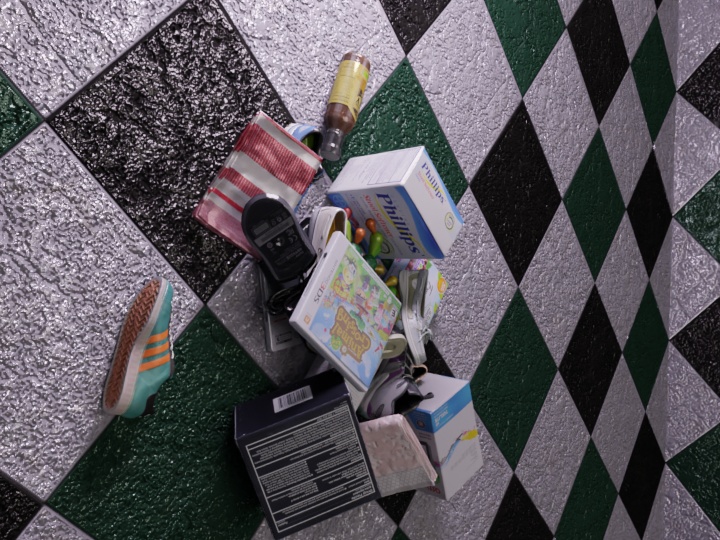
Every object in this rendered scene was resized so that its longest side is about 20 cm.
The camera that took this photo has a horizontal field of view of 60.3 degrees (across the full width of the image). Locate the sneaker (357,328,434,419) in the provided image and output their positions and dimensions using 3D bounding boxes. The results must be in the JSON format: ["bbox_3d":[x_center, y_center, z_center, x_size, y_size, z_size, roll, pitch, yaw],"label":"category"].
[{"bbox_3d":[0.091,0.210,1.198,0.078,0.138,0.203,49,62,-39],"label":"sneaker"}]

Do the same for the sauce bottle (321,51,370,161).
[{"bbox_3d":[-0.033,-0.308,1.174,0.064,0.064,0.205,26,75,-42],"label":"sauce bottle"}]

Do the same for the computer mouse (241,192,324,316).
[{"bbox_3d":[-0.132,-0.038,1.016,0.136,0.053,0.203,-27,117,-6],"label":"computer mouse"}]

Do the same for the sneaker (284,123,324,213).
[{"bbox_3d":[-0.115,-0.163,1.076,0.078,0.088,0.206,23,78,-42],"label":"sneaker"}]

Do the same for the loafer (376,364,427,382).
[{"bbox_3d":[0.061,0.229,1.292,0.197,0.062,0.074,-21,107,-43],"label":"loafer"}]

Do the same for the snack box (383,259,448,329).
[{"bbox_3d":[0.101,0.065,1.332,0.143,0.052,0.203,49,59,-35],"label":"snack box"}]

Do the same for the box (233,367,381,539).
[{"bbox_3d":[-0.090,0.304,1.045,0.195,0.123,0.203,-19,107,-7],"label":"box"}]

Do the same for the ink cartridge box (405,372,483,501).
[{"bbox_3d":[0.155,0.350,1.335,0.144,0.144,0.206,-26,109,-42],"label":"ink cartridge box"}]

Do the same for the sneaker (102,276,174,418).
[{"bbox_3d":[-0.308,0.114,0.911,0.079,0.070,0.205,26,79,-47],"label":"sneaker"}]

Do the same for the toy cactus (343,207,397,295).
[{"bbox_3d":[0.000,0.000,1.158,0.167,0.100,0.203,-70,144,-47],"label":"toy cactus"}]

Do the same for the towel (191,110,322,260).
[{"bbox_3d":[-0.164,-0.134,1.011,0.143,0.023,0.203,32,91,-32],"label":"towel"}]

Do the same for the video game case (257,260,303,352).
[{"bbox_3d":[-0.120,0.031,1.130,0.141,0.018,0.206,-12,101,-44],"label":"video game case"}]

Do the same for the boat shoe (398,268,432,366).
[{"bbox_3d":[0.112,0.085,1.208,0.075,0.063,0.206,72,12,-52],"label":"boat shoe"}]

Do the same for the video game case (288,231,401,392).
[{"bbox_3d":[-0.017,0.071,1.040,0.201,0.022,0.185,48,53,-33],"label":"video game case"}]

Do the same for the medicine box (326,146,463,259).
[{"bbox_3d":[0.067,-0.122,1.185,0.183,0.197,0.104,54,56,-32],"label":"medicine box"}]

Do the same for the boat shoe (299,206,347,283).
[{"bbox_3d":[-0.055,-0.011,1.086,0.070,0.069,0.206,13,82,-44],"label":"boat shoe"}]

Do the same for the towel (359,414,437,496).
[{"bbox_3d":[0.026,0.361,1.178,0.194,0.195,0.033,61,23,-28],"label":"towel"}]

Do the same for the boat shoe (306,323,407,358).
[{"bbox_3d":[-0.012,0.119,1.133,0.195,0.069,0.073,5,131,-27],"label":"boat shoe"}]

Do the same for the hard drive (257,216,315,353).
[{"bbox_3d":[-0.088,0.027,1.126,0.140,0.032,0.203,-46,122,-34],"label":"hard drive"}]

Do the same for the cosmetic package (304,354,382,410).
[{"bbox_3d":[-0.027,0.179,1.188,0.102,0.073,0.202,46,58,-27],"label":"cosmetic package"}]
